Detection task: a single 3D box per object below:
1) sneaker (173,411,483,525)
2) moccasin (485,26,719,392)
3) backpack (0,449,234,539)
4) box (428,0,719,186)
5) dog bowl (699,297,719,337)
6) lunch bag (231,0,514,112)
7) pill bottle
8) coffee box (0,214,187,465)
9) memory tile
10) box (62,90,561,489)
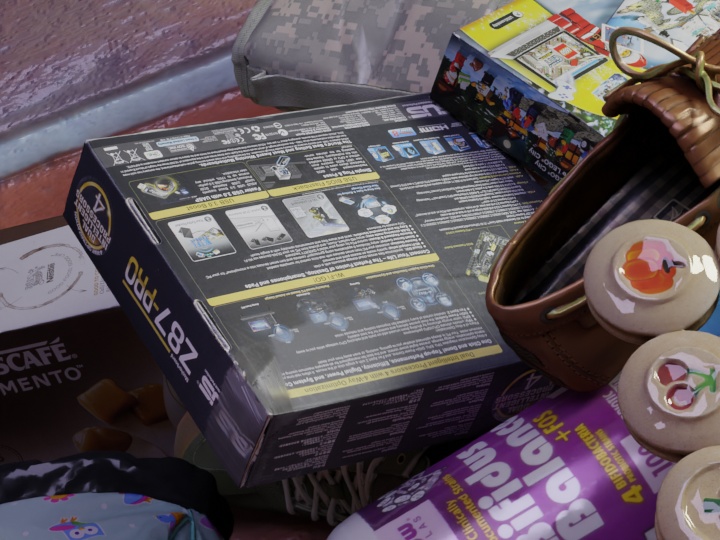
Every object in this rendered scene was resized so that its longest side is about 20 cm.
[{"bbox_3d":[0.011,0.081,1.063,0.199,0.067,0.090,-12,34,9],"label":"sneaker"},{"bbox_3d":[0.122,-0.048,0.938,0.201,0.078,0.074,-44,49,-2],"label":"moccasin"},{"bbox_3d":[-0.126,0.172,0.983,0.166,0.127,0.201,-12,42,9],"label":"backpack"},{"bbox_3d":[0.143,-0.087,1.119,0.136,0.038,0.200,37,40,20],"label":"box"},{"bbox_3d":[0.212,0.014,1.057,0.199,0.050,0.112,-32,39,-9],"label":"dog bowl"},{"bbox_3d":[0.049,-0.133,1.256,0.163,0.118,0.200,12,45,35],"label":"lunch bag"},{"bbox_3d":[0.054,0.125,0.956,0.199,0.113,0.112,-31,39,-9],"label":"pill bottle"},{"bbox_3d":[-0.090,0.029,1.140,0.199,0.115,0.080,-12,41,13],"label":"coffee box"},{"bbox_3d":[0.168,0.051,0.844,0.152,0.017,0.201,-12,56,-1],"label":"memory tile"},{"bbox_3d":[0.000,0.000,1.016,0.199,0.049,0.161,-11,48,-35],"label":"box"}]
